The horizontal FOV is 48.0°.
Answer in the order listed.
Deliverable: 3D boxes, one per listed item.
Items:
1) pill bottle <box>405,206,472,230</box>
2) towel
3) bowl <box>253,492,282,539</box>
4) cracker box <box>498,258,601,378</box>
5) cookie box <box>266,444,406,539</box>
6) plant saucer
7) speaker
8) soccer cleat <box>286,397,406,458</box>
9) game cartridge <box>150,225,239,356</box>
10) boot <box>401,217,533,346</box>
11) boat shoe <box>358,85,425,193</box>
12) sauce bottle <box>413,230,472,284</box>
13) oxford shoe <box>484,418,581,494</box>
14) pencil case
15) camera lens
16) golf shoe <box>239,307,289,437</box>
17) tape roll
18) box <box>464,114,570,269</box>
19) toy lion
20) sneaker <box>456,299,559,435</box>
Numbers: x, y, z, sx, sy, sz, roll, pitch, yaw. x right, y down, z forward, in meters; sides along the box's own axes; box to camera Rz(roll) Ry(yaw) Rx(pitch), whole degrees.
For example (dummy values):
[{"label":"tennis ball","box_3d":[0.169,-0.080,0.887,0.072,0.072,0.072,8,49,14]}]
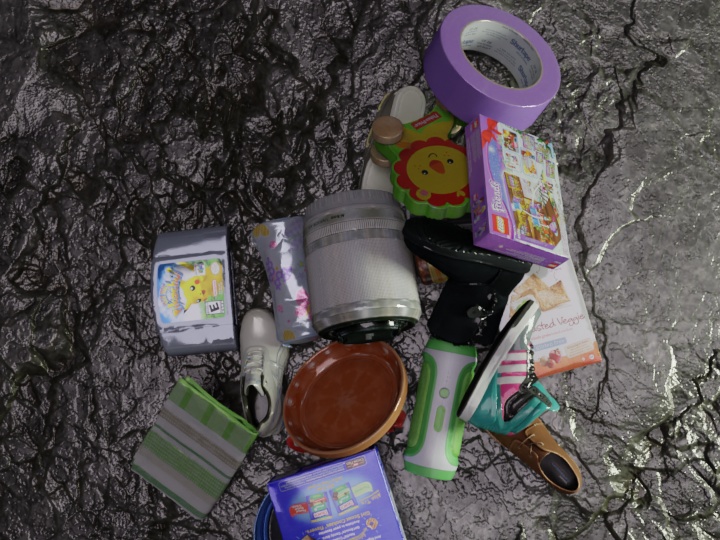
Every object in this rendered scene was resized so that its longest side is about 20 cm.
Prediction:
[{"label":"pill bottle","box_3d":[0.168,-0.107,1.232,0.199,0.106,0.107,-5,84,4]},{"label":"towel","box_3d":[-0.253,0.271,1.230,0.149,0.031,0.200,35,114,4]},{"label":"bowl","box_3d":[-0.062,0.400,1.236,0.200,0.039,0.201,0,85,5]},{"label":"cracker box","box_3d":[0.270,0.059,1.230,0.134,0.058,0.201,-16,83,6]},{"label":"cookie box","box_3d":[-0.026,0.377,1.177,0.171,0.075,0.201,-18,83,3]},{"label":"plant saucer","box_3d":[-0.022,0.189,1.206,0.200,0.032,0.201,-18,44,18]},{"label":"speaker","box_3d":[0.120,0.206,1.215,0.088,0.088,0.201,11,85,6]},{"label":"soccer cleat","box_3d":[-0.022,0.228,1.240,0.200,0.069,0.085,-21,41,19]},{"label":"game cartridge","box_3d":[-0.266,0.033,1.290,0.133,0.040,0.201,-7,84,8]},{"label":"boot","box_3d":[0.128,0.025,1.144,0.200,0.077,0.168,13,121,-17]},{"label":"boat shoe","box_3d":[0.041,-0.192,1.274,0.072,0.060,0.202,21,89,-31]},{"label":"sauce bottle","box_3d":[0.180,-0.033,1.190,0.199,0.066,0.066,-17,83,11]},{"label":"oxford shoe","box_3d":[0.254,0.255,1.209,0.200,0.071,0.071,40,90,9]},{"label":"pencil case","box_3d":[-0.106,0.015,1.253,0.090,0.083,0.201,-14,84,-15]},{"label":"camera lens","box_3d":[0.000,0.000,1.187,0.159,0.160,0.201,-8,75,4]},{"label":"golf shoe","box_3d":[-0.151,0.154,1.239,0.078,0.097,0.201,-8,83,5]},{"label":"tape roll","box_3d":[0.198,-0.304,1.217,0.199,0.066,0.201,10,57,-16]},{"label":"box","box_3d":[0.216,-0.111,1.127,0.137,0.039,0.201,16,57,-25]},{"label":"toy lion","box_3d":[0.120,-0.164,1.179,0.200,0.069,0.192,-31,62,-24]},{"label":"sneaker","box_3d":[0.237,0.152,1.159,0.121,0.084,0.200,31,84,3]}]
